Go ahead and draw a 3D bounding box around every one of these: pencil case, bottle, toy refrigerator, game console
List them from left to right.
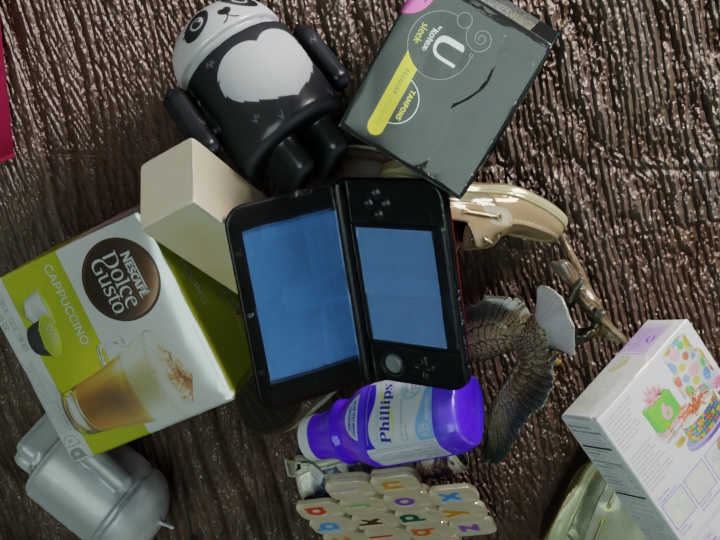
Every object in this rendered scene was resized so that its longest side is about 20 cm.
[{"bbox_3d":[-0.123,-0.035,0.989,0.070,0.076,0.200,-24,144,23],"label":"toy refrigerator"},{"bbox_3d":[-0.008,0.027,0.929,0.171,0.118,0.202,5,113,37],"label":"game console"},{"bbox_3d":[0.021,0.205,1.113,0.199,0.089,0.078,-22,63,19],"label":"pencil case"},{"bbox_3d":[0.026,0.153,1.032,0.199,0.084,0.065,-16,146,34],"label":"bottle"}]

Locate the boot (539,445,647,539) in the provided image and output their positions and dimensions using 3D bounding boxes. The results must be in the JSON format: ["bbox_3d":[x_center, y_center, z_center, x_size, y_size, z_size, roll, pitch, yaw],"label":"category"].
[{"bbox_3d":[0.294,0.233,1.065,0.154,0.072,0.201,26,107,2],"label":"boot"}]

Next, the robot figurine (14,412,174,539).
[{"bbox_3d":[-0.303,0.249,1.191,0.200,0.113,0.170,38,149,1],"label":"robot figurine"}]

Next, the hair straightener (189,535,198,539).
[{"bbox_3d":[-0.201,0.362,1.236,0.198,0.041,0.078,15,109,9],"label":"hair straightener"}]

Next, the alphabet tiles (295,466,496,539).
[{"bbox_3d":[0.040,0.261,1.101,0.194,0.015,0.200,-11,141,17],"label":"alphabet tiles"}]

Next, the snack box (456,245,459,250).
[{"bbox_3d":[0.000,0.000,1.059,0.199,0.024,0.072,-32,94,20],"label":"snack box"}]

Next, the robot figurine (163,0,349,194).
[{"bbox_3d":[-0.096,-0.171,1.004,0.125,0.150,0.201,-41,79,26],"label":"robot figurine"}]

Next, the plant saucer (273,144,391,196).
[{"bbox_3d":[-0.001,-0.033,1.080,0.198,0.034,0.202,4,105,13],"label":"plant saucer"}]

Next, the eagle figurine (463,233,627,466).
[{"bbox_3d":[0.158,0.085,1.029,0.199,0.152,0.151,-33,116,15],"label":"eagle figurine"}]

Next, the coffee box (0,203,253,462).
[{"bbox_3d":[-0.219,0.040,1.065,0.197,0.200,0.201,-22,100,18],"label":"coffee box"}]

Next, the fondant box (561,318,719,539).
[{"bbox_3d":[0.305,0.168,0.996,0.144,0.058,0.201,-42,106,-21],"label":"fondant box"}]

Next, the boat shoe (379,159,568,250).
[{"bbox_3d":[0.107,-0.050,0.999,0.198,0.071,0.065,13,74,-16],"label":"boat shoe"}]

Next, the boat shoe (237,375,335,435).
[{"bbox_3d":[-0.055,0.122,1.118,0.200,0.076,0.072,-32,82,42],"label":"boat shoe"}]

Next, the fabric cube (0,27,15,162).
[{"bbox_3d":[-0.503,-0.201,1.069,0.198,0.196,0.201,4,108,12],"label":"fabric cube"}]

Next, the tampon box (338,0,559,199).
[{"bbox_3d":[0.087,-0.176,0.930,0.126,0.200,0.151,31,110,3],"label":"tampon box"}]
